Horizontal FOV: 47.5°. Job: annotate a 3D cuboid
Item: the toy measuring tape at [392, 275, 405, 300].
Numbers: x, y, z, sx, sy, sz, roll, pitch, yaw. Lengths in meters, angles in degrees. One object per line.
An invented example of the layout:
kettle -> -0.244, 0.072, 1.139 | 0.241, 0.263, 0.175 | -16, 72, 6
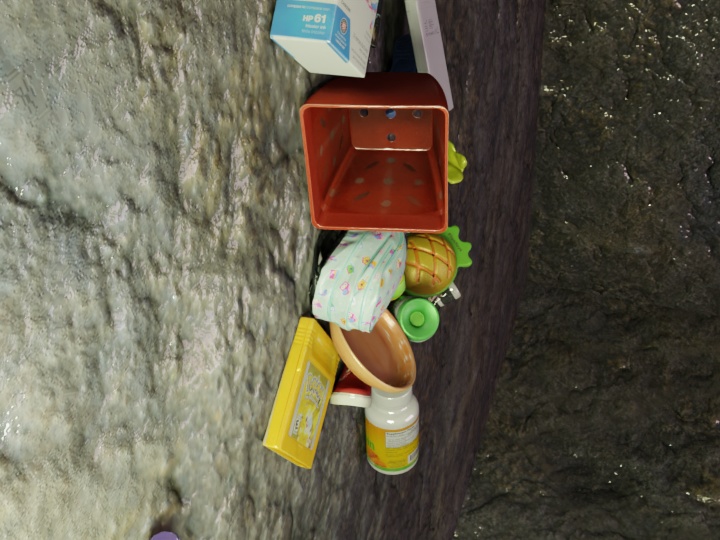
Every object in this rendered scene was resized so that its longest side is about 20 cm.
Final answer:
toy measuring tape -> 0.063, -0.002, 1.560 | 0.200, 0.073, 0.074 | -62, 155, -44

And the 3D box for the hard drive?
hard drive -> 0.122, -0.372, 1.426 | 0.132, 0.027, 0.201 | -47, 127, -63

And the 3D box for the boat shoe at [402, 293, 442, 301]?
boat shoe -> 0.139, 0.043, 1.733 | 0.200, 0.072, 0.060 | -46, 110, -29

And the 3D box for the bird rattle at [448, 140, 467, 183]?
bird rattle -> 0.126, -0.172, 1.570 | 0.200, 0.112, 0.164 | -157, -110, -83

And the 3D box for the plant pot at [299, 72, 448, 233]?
plant pot -> 0.034, -0.189, 1.194 | 0.177, 0.198, 0.201 | -76, 166, -51

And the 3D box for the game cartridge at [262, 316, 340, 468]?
game cartridge -> -0.084, 0.194, 1.273 | 0.176, 0.032, 0.201 | 60, 44, -64

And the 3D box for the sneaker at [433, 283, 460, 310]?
sneaker -> 0.145, 0.031, 1.849 | 0.073, 0.112, 0.200 | 58, 2, -22

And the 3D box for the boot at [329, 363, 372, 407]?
boot -> -0.006, 0.158, 1.414 | 0.200, 0.072, 0.145 | -16, 115, -87

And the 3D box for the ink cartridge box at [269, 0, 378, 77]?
ink cartridge box -> -0.034, -0.365, 1.032 | 0.144, 0.084, 0.201 | 13, 86, -72

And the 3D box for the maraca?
maraca -> 0.143, -0.024, 1.664 | 0.200, 0.137, 0.107 | -33, 177, -28

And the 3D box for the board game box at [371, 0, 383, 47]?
board game box -> 0.006, -0.442, 1.206 | 0.135, 0.028, 0.201 | -15, 114, -70

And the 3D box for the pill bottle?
pill bottle -> 0.064, 0.308, 1.667 | 0.111, 0.110, 0.201 | -57, 151, -51

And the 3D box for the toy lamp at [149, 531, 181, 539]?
toy lamp -> -0.211, 0.378, 0.937 | 0.058, 0.058, 0.201 | -56, 150, -52

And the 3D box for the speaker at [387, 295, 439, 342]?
speaker -> 0.088, 0.094, 1.551 | 0.200, 0.088, 0.089 | 157, -54, -79

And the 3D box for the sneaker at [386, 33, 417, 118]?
sneaker -> 0.076, -0.319, 1.423 | 0.078, 0.070, 0.201 | 66, 36, -49

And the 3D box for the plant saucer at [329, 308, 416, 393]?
plant saucer -> 0.015, 0.119, 1.368 | 0.200, 0.037, 0.201 | 40, 29, -27

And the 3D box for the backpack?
backpack -> 0.000, 0.000, 1.274 | 0.200, 0.126, 0.168 | -56, 154, -45
